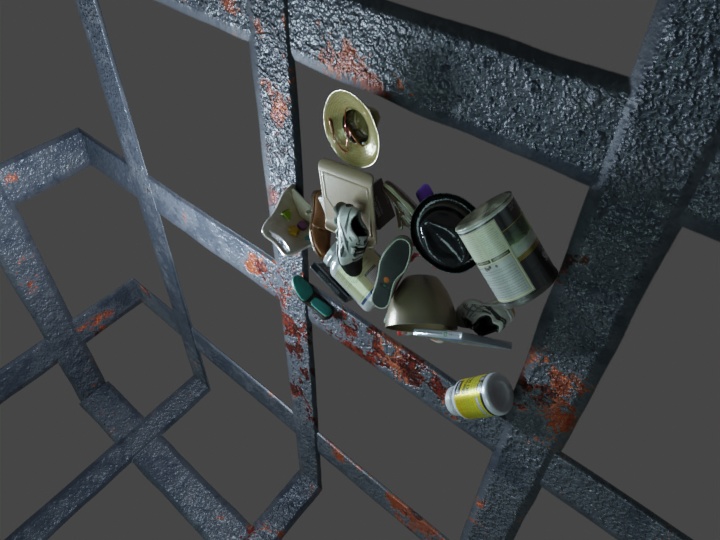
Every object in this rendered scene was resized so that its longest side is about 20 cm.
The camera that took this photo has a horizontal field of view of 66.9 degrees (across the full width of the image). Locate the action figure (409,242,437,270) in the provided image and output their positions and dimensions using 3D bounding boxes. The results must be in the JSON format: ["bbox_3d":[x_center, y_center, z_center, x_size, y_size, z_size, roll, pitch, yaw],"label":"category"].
[{"bbox_3d":[0.199,-0.043,1.408,0.196,0.052,0.067,2,123,45],"label":"action figure"}]

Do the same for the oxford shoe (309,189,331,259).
[{"bbox_3d":[-0.106,-0.136,1.595,0.070,0.070,0.208,-2,91,43],"label":"oxford shoe"}]

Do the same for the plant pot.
[{"bbox_3d":[0.163,0.088,1.470,0.198,0.195,0.140,-16,68,53],"label":"plant pot"}]

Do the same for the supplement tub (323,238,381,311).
[{"bbox_3d":[0.000,0.000,1.587,0.200,0.144,0.146,45,145,8],"label":"supplement tub"}]

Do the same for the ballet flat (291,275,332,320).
[{"bbox_3d":[-0.181,0.106,1.963,0.200,0.068,0.069,47,154,6],"label":"ballet flat"}]

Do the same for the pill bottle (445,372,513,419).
[{"bbox_3d":[0.334,0.363,1.564,0.114,0.112,0.199,52,145,-5],"label":"pill bottle"}]

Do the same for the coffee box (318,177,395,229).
[{"bbox_3d":[-0.012,-0.176,1.497,0.196,0.079,0.116,1,122,48],"label":"coffee box"}]

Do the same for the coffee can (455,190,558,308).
[{"bbox_3d":[0.316,-0.044,1.185,0.203,0.146,0.145,56,145,-8],"label":"coffee can"}]

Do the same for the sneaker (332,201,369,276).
[{"bbox_3d":[-0.015,-0.069,1.394,0.087,0.073,0.206,16,128,40],"label":"sneaker"}]

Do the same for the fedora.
[{"bbox_3d":[0.200,-0.077,1.278,0.193,0.092,0.208,6,111,17],"label":"fedora"}]

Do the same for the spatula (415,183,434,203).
[{"bbox_3d":[0.205,-0.124,1.336,0.202,0.020,0.057,52,141,5],"label":"spatula"}]

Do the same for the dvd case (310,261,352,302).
[{"bbox_3d":[-0.066,0.031,1.675,0.150,0.199,0.025,45,102,9],"label":"dvd case"}]

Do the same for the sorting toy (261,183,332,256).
[{"bbox_3d":[-0.205,-0.129,1.673,0.200,0.179,0.108,44,145,8],"label":"sorting toy"}]

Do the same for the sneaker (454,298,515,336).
[{"bbox_3d":[0.301,0.126,1.409,0.077,0.087,0.198,55,147,-12],"label":"sneaker"}]

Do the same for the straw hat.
[{"bbox_3d":[0.001,-0.355,1.317,0.199,0.084,0.205,36,145,29],"label":"straw hat"}]

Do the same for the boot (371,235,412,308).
[{"bbox_3d":[0.091,-0.017,1.423,0.071,0.145,0.205,24,118,6],"label":"boot"}]

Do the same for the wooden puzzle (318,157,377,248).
[{"bbox_3d":[-0.029,-0.177,1.420,0.181,0.037,0.206,25,133,33],"label":"wooden puzzle"}]

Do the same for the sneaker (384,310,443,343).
[{"bbox_3d":[0.156,0.172,1.610,0.197,0.093,0.072,31,142,26],"label":"sneaker"}]

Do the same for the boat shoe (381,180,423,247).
[{"bbox_3d":[0.116,-0.134,1.374,0.202,0.075,0.075,46,105,8],"label":"boat shoe"}]

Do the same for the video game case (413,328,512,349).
[{"bbox_3d":[0.266,0.179,1.425,0.179,0.195,0.023,-3,76,54],"label":"video game case"}]
